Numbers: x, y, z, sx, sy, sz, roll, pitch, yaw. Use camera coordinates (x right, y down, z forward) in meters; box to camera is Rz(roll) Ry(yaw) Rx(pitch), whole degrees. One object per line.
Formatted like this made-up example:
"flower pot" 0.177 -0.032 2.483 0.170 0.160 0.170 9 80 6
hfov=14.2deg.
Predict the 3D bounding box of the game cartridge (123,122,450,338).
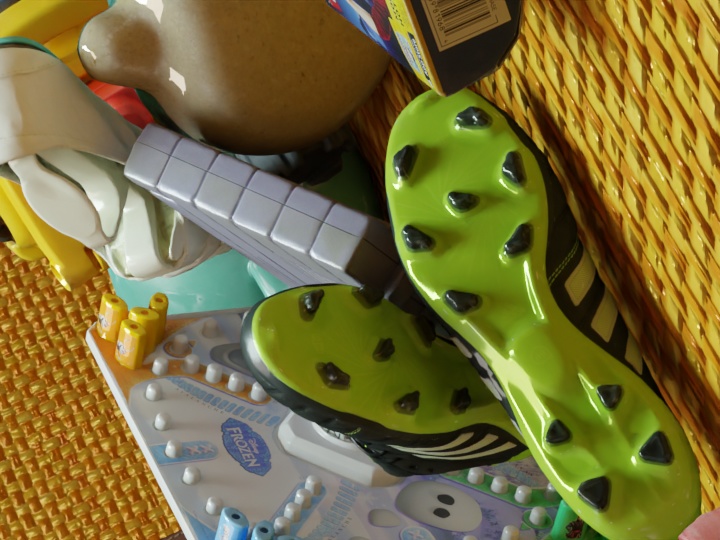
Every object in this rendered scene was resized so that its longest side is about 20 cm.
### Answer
"game cartridge" 0.000 0.000 1.237 0.129 0.039 0.200 19 171 32

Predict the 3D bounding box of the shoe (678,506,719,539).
"shoe" 0.132 0.139 0.996 0.072 0.091 0.201 59 170 36

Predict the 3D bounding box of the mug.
"mug" -0.052 -0.019 1.551 0.184 0.152 0.115 13 137 35

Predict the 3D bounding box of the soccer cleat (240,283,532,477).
"soccer cleat" 0.016 0.052 1.155 0.199 0.081 0.068 12 -127 -46

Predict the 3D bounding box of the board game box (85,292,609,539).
"board game box" -0.002 0.067 1.312 0.200 0.199 0.026 -123 36 -47

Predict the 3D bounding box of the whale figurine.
"whale figurine" -0.073 -0.141 1.231 0.200 0.159 0.104 48 160 -24

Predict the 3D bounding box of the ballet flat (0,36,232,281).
"ballet flat" -0.107 -0.032 1.252 0.200 0.069 0.070 35 -161 -51

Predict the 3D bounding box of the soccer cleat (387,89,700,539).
"soccer cleat" 0.069 0.021 1.112 0.201 0.067 0.081 62 -175 21

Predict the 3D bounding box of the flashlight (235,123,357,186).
"flashlight" -0.078 -0.127 1.331 0.201 0.068 0.068 57 151 10

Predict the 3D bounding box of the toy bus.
"toy bus" -0.149 -0.092 1.388 0.201 0.135 0.192 60 175 -21

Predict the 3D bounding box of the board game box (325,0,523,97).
"board game box" -0.007 -0.185 1.042 0.200 0.061 0.201 -130 17 -65

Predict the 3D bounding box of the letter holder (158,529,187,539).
"letter holder" 0.007 0.172 1.348 0.142 0.199 0.101 57 168 42
